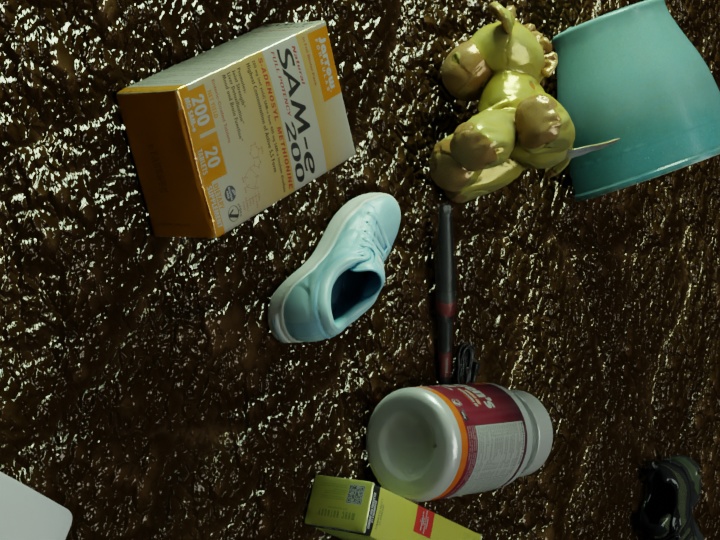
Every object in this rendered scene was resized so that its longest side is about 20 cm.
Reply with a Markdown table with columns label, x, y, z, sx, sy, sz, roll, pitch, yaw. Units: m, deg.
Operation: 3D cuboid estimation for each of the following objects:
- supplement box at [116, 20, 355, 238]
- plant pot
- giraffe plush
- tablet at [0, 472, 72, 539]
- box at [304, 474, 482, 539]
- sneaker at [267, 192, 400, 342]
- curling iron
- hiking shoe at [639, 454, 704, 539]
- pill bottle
| label | x | y | z | sx | sy | sz | roll | pitch | yaw |
| --- | --- | --- | --- | --- | --- | --- | --- | --- | --- |
| supplement box | -0.098 | -0.121 | 1.244 | 0.200 | 0.073 | 0.127 | -36 | 119 | -47 |
| plant pot | 0.308 | -0.200 | 1.694 | 0.200 | 0.199 | 0.189 | -23 | 94 | -50 |
| giraffe plush | 0.147 | -0.181 | 1.513 | 0.199 | 0.173 | 0.163 | -14 | 78 | -23 |
| tablet | -0.282 | 0.245 | 1.063 | 0.130 | 0.014 | 0.201 | 42 | 59 | -45 |
| box | 0.035 | 0.249 | 1.431 | 0.200 | 0.075 | 0.050 | 34 | 65 | -47 |
| sneaker | 0.000 | 0.000 | 1.369 | 0.200 | 0.081 | 0.074 | -54 | 132 | -37 |
| curling iron | 0.093 | 0.030 | 1.537 | 0.049 | 0.025 | 0.202 | -21 | 109 | -43 |
| hiking shoe | 0.392 | 0.341 | 1.915 | 0.100 | 0.075 | 0.202 | 2 | 81 | -44 |
| pill bottle | 0.104 | 0.168 | 1.488 | 0.199 | 0.109 | 0.111 | 2 | 90 | -53 |
